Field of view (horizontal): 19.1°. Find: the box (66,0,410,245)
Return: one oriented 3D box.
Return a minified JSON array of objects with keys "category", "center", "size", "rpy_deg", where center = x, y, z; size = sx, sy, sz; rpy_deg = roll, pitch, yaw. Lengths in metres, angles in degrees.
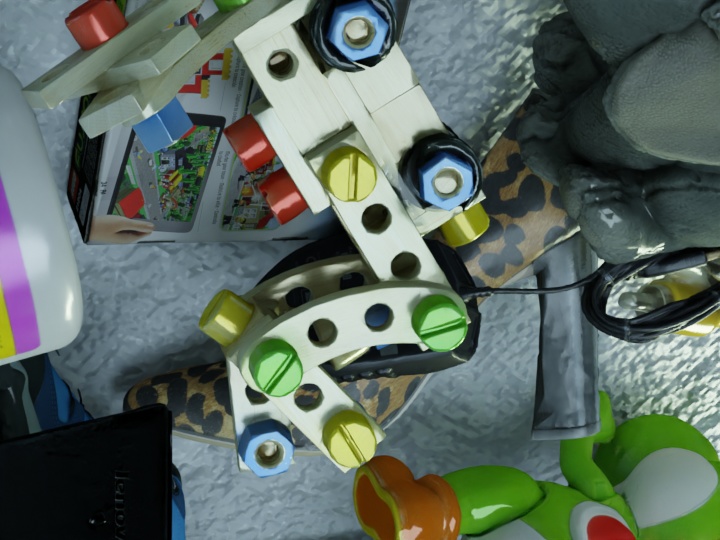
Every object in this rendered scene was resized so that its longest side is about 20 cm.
[{"category":"box","center":[-0.038,-0.100,0.771],"size":[0.110,0.035,0.200],"rpy_deg":[-1,126,-23]}]

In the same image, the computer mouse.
[{"category":"computer mouse","center":[0.053,0.011,0.826],"size":[0.200,0.059,0.034],"rpy_deg":[-6,160,-2]}]

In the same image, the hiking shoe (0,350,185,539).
[{"category":"hiking shoe","center":[-0.118,0.086,0.861],"size":[0.087,0.074,0.200],"rpy_deg":[-35,123,-38]}]

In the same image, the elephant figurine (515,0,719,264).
[{"category":"elephant figurine","center":[0.119,-0.090,0.741],"size":[0.155,0.142,0.200],"rpy_deg":[-21,156,-8]}]

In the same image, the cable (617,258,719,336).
[{"category":"cable","center":[0.191,0.010,0.970],"size":[0.097,0.050,0.200],"rpy_deg":[-56,141,1]}]

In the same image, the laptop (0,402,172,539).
[{"category":"laptop","center":[-0.185,0.141,0.803],"size":[0.200,0.116,0.187],"rpy_deg":[8,109,17]}]

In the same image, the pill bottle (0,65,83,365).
[{"category":"pill bottle","center":[-0.203,0.001,0.731],"size":[0.200,0.104,0.104],"rpy_deg":[-16,131,-13]}]

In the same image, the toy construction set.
[{"category":"toy construction set","center":[-0.029,-0.028,0.737],"size":[0.131,0.092,0.200],"rpy_deg":[-32,123,-1]}]

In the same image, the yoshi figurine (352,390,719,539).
[{"category":"yoshi figurine","center":[0.094,0.112,0.954],"size":[0.200,0.112,0.112],"rpy_deg":[-8,146,-20]}]

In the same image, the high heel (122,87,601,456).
[{"category":"high heel","center":[0.000,0.000,0.870],"size":[0.200,0.071,0.143],"rpy_deg":[-3,100,-1]}]
